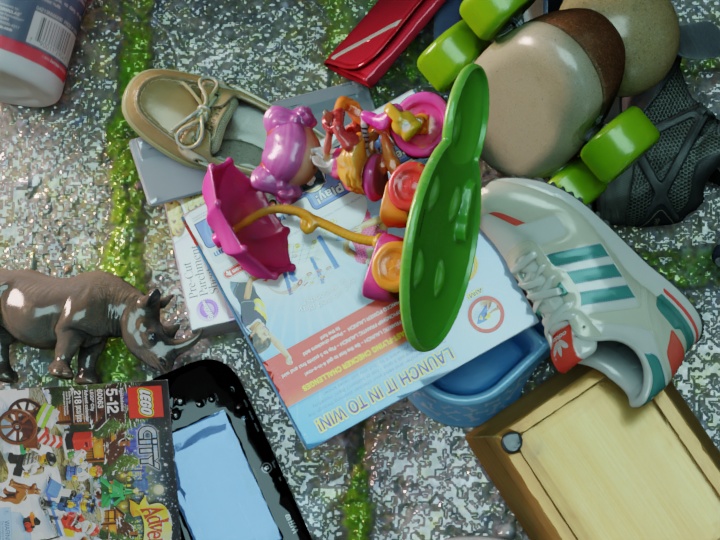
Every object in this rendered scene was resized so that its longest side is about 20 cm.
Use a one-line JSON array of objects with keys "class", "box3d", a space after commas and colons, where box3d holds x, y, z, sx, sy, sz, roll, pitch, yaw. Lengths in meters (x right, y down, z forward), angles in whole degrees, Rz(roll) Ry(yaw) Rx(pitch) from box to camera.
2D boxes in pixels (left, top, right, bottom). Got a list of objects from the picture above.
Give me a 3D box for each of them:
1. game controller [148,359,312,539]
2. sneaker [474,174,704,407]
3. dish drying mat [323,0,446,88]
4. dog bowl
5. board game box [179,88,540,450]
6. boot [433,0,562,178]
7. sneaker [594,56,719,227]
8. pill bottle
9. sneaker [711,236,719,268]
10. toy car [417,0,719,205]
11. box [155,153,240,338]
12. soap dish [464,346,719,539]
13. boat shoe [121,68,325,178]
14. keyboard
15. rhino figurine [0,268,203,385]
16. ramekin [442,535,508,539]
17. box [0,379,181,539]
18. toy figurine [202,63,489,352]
[{"class": "game controller", "box3d": [-0.110, 0.169, 1.590, 0.104, 0.042, 0.201, -25, 78, -2]}, {"class": "sneaker", "box3d": [0.151, 0.017, 1.488, 0.200, 0.070, 0.094, 39, 58, -7]}, {"class": "dish drying mat", "box3d": [0.052, -0.231, 1.654, 0.018, 0.077, 0.200, 43, 83, -29]}, {"class": "dog bowl", "box3d": [0.112, 0.030, 1.601, 0.200, 0.050, 0.112, -42, 78, -6]}, {"class": "board game box", "box3d": [0.000, 0.000, 1.544, 0.199, 0.056, 0.197, -28, 88, -2]}, {"class": "boot", "box3d": [0.103, -0.145, 1.638, 0.096, 0.075, 0.201, 2, 73, 19]}, {"class": "sneaker", "box3d": [0.243, -0.131, 1.615, 0.114, 0.076, 0.201, 4, 81, 3]}, {"class": "pill bottle", "box3d": [-0.268, -0.242, 1.650, 0.119, 0.120, 0.201, 13, 78, 7]}, {"class": "sneaker", "box3d": [0.365, -0.003, 1.579, 0.199, 0.070, 0.109, 25, 76, 16]}, {"class": "toy car", "box3d": [0.176, -0.161, 1.540, 0.200, 0.158, 0.164, -37, 85, -31]}, {"class": "box", "box3d": [-0.133, -0.048, 1.639, 0.041, 0.039, 0.201, -12, 77, 1]}, {"class": "soap dish", "box3d": [0.195, 0.162, 1.551, 0.157, 0.081, 0.200, -33, 79, -3]}, {"class": "boat shoe", "box3d": [-0.086, -0.102, 1.597, 0.200, 0.063, 0.073, 28, 75, -7]}, {"class": "keyboard", "box3d": [-0.080, -0.102, 1.638, 0.199, 0.011, 0.057, -16, 84, -15]}, {"class": "rhino figurine", "box3d": [-0.217, 0.043, 1.605, 0.199, 0.060, 0.088, 2, 78, 14]}, {"class": "ramekin", "box3d": [0.073, 0.294, 1.499, 0.201, 0.094, 0.204, -1, 87, 17]}, {"class": "box", "box3d": [-0.201, 0.181, 1.520, 0.136, 0.038, 0.201, -4, 62, -8]}, {"class": "toy figurine", "box3d": [-0.020, -0.059, 1.451, 0.183, 0.150, 0.201, 11, 88, 19]}]
